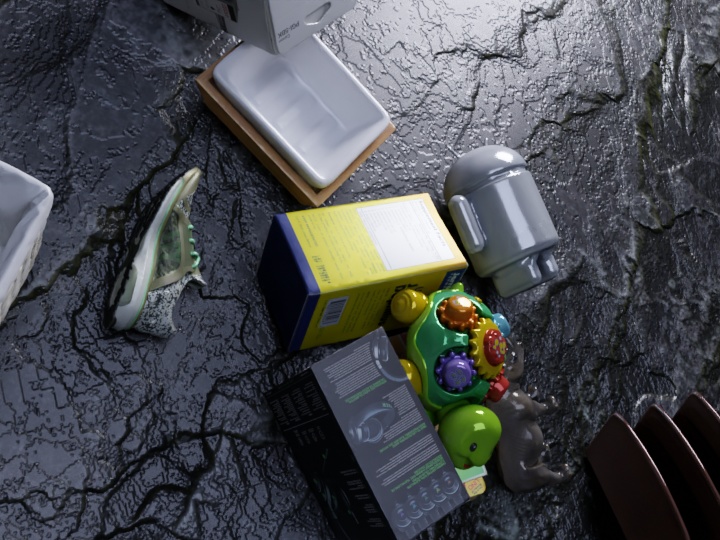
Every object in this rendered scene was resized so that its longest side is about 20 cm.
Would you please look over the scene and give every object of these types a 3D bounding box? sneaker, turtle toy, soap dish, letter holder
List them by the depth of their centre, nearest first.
[{"bbox_3d":[0.106,0.109,0.903,0.145,0.100,0.203,23,65,-45],"label":"turtle toy"},{"bbox_3d":[-0.203,-0.015,0.909,0.088,0.077,0.202,29,69,-27],"label":"sneaker"},{"bbox_3d":[0.370,0.246,0.984,0.099,0.143,0.201,11,33,-20],"label":"letter holder"},{"bbox_3d":[-0.077,-0.189,1.005,0.200,0.081,0.158,46,62,-5],"label":"soap dish"}]

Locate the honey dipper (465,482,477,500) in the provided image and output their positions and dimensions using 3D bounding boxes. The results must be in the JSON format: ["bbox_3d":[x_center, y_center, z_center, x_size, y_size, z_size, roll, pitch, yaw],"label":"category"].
[{"bbox_3d":[0.130,0.171,1.012,0.037,0.038,0.203,6,74,-22],"label":"honey dipper"}]

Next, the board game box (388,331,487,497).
[{"bbox_3d":[0.074,0.170,0.976,0.094,0.030,0.203,-15,80,-14],"label":"board game box"}]

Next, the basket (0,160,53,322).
[{"bbox_3d":[-0.408,-0.011,0.754,0.196,0.161,0.202,27,65,-14],"label":"basket"}]

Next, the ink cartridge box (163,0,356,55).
[{"bbox_3d":[-0.121,-0.346,0.977,0.199,0.084,0.147,31,56,29],"label":"ink cartridge box"}]

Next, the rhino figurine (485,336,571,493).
[{"bbox_3d":[0.187,0.168,1.007,0.086,0.060,0.203,-16,95,-28],"label":"rhino figurine"}]

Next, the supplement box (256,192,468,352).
[{"bbox_3d":[0.000,0.000,0.948,0.197,0.110,0.110,-10,57,-26],"label":"supplement box"}]

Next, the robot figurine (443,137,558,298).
[{"bbox_3d":[0.175,-0.070,1.063,0.169,0.112,0.202,-16,81,-48],"label":"robot figurine"}]

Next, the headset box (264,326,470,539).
[{"bbox_3d":[0.003,0.183,0.870,0.092,0.174,0.202,-25,84,-26],"label":"headset box"}]
